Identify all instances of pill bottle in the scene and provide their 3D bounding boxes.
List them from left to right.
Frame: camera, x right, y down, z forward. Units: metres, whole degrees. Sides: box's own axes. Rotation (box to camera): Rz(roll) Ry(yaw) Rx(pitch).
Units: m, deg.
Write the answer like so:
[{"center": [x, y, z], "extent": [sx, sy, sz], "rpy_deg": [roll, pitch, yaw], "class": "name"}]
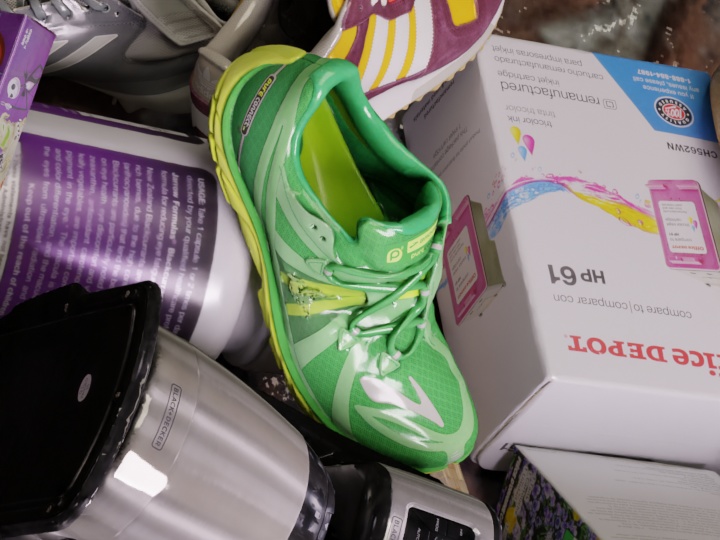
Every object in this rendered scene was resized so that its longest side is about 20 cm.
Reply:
[{"center": [-0.114, -0.010, 1.235], "extent": [0.200, 0.111, 0.112], "rpy_deg": [11, 55, -22], "class": "pill bottle"}]

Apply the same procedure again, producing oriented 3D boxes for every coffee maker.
[{"center": [-0.068, 0.096, 1.164], "extent": [0.200, 0.192, 0.135], "rpy_deg": [33, 86, -30], "class": "coffee maker"}]

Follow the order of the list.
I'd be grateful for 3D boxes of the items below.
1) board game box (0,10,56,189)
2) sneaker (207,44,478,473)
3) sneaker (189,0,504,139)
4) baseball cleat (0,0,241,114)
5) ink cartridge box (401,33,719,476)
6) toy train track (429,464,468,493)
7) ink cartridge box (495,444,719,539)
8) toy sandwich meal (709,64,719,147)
[{"center": [-0.206, -0.016, 1.141], "extent": [0.120, 0.032, 0.200], "rpy_deg": [13, 78, 27], "class": "board game box"}, {"center": [0.000, 0.000, 1.189], "extent": [0.074, 0.084, 0.200], "rpy_deg": [-36, 110, -33], "class": "sneaker"}, {"center": [0.001, -0.121, 1.310], "extent": [0.075, 0.090, 0.200], "rpy_deg": [31, 60, 24], "class": "sneaker"}, {"center": [-0.143, -0.126, 1.300], "extent": [0.200, 0.106, 0.070], "rpy_deg": [5, 52, -28], "class": "baseball cleat"}, {"center": [0.114, -0.003, 1.370], "extent": [0.144, 0.085, 0.200], "rpy_deg": [7, 56, -27], "class": "ink cartridge box"}, {"center": [0.010, 0.036, 1.321], "extent": [0.115, 0.032, 0.200], "rpy_deg": [19, 49, -63], "class": "toy train track"}, {"center": [0.145, 0.144, 1.244], "extent": [0.109, 0.050, 0.200], "rpy_deg": [9, 19, -24], "class": "ink cartridge box"}, {"center": [0.233, -0.034, 1.405], "extent": [0.205, 0.070, 0.206], "rpy_deg": [-20, 90, -74], "class": "toy sandwich meal"}]
